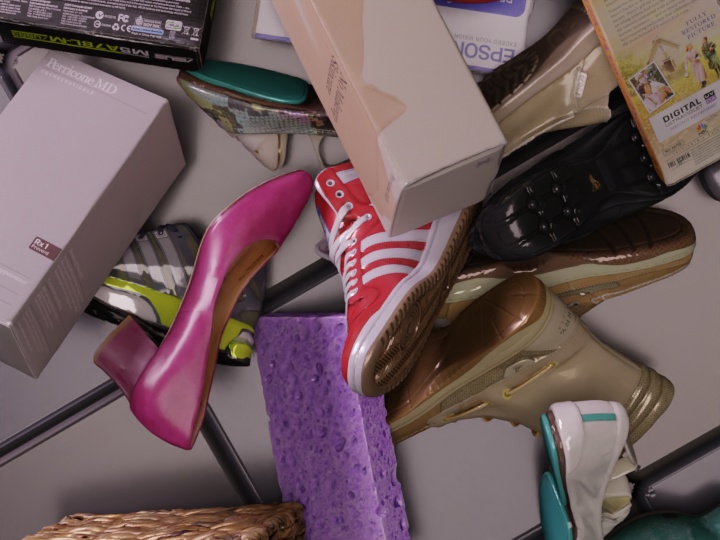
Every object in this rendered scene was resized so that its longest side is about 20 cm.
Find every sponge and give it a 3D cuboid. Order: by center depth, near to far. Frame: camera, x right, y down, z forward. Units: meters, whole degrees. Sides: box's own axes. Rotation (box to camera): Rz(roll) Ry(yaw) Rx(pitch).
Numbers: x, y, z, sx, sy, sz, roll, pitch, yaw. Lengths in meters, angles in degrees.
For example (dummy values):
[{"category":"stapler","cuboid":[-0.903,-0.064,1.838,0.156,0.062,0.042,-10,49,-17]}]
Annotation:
[{"category":"sponge","cuboid":[-0.020,0.128,1.359,0.030,0.111,0.202,-13,96,-39]}]

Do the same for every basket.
[{"category":"basket","cuboid":[-0.137,0.250,1.337,0.198,0.143,0.151,-4,94,14]}]

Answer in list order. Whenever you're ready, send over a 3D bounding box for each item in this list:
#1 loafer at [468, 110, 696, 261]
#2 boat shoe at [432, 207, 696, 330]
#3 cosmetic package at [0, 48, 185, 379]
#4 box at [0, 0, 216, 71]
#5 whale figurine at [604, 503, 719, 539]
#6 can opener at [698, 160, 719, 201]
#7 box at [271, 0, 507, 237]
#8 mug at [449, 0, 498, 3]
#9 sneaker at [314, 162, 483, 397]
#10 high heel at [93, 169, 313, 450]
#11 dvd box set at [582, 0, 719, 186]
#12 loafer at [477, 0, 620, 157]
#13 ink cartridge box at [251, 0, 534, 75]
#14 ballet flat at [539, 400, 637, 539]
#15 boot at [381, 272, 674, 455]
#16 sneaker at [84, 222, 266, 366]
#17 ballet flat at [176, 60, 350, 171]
[{"category":"loafer","cuboid":[0.158,-0.062,1.333,0.199,0.070,0.069,-27,97,-28]},{"category":"boat shoe","cuboid":[0.142,0.008,1.367,0.198,0.072,0.077,-9,118,9]},{"category":"cosmetic package","cuboid":[-0.216,-0.041,1.308,0.106,0.090,0.201,22,67,17]},{"category":"box","cuboid":[-0.190,-0.248,1.332,0.198,0.048,0.195,8,73,1]},{"category":"whale figurine","cuboid":[0.257,0.245,1.356,0.198,0.104,0.161,10,95,1]},{"category":"can opener","cuboid":[0.337,-0.097,1.350,0.199,0.053,0.067,-33,92,6]},{"category":"box","cuboid":[0.015,-0.135,1.258,0.077,0.095,0.201,-22,72,-13]},{"category":"mug","cuboid":[0.119,-0.274,1.284,0.198,0.178,0.135,6,59,-17]},{"category":"sneaker","cuboid":[0.000,0.000,1.289,0.111,0.201,0.072,17,134,14]},{"category":"high heel","cuboid":[-0.083,0.026,1.300,0.096,0.067,0.200,42,88,21]},{"category":"dvd box set","cuboid":[0.226,-0.173,1.259,0.145,0.029,0.201,-29,118,0]},{"category":"loafer","cuboid":[0.137,-0.122,1.311,0.200,0.076,0.068,-40,109,15]},{"category":"ink cartridge box","cuboid":[0.032,-0.249,1.354,0.195,0.047,0.202,9,97,-1]},{"category":"ballet flat","cuboid":[0.158,0.147,1.316,0.069,0.201,0.070,-2,59,4]},{"category":"boot","cuboid":[0.106,0.095,1.359,0.155,0.073,0.200,33,130,-27]},{"category":"sneaker","cuboid":[-0.157,-0.001,1.376,0.198,0.074,0.082,24,74,2]},{"category":"ballet flat","cuboid":[-0.034,-0.105,1.362,0.198,0.069,0.072,5,114,1]}]
